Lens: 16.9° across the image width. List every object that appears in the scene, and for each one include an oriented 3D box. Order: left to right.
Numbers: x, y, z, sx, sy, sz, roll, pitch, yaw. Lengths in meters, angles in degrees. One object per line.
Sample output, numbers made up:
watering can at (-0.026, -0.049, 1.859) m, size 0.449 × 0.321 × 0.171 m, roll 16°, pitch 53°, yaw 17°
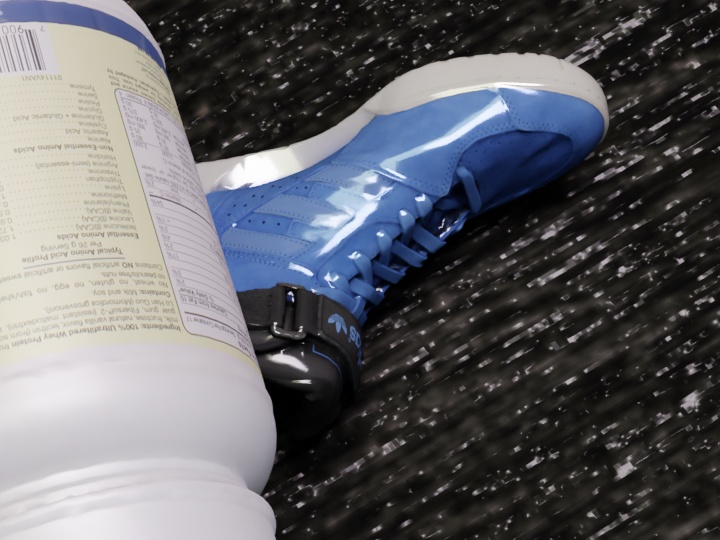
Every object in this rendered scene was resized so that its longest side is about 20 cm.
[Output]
supplement tub at (-0.109, 0.022, 0.761) m, size 0.145 × 0.145 × 0.200 m, roll -18°, pitch 66°, yaw -1°
sneaker at (0.000, 0.001, 0.854) m, size 0.199 × 0.077 × 0.111 m, roll -16°, pitch 55°, yaw 5°
